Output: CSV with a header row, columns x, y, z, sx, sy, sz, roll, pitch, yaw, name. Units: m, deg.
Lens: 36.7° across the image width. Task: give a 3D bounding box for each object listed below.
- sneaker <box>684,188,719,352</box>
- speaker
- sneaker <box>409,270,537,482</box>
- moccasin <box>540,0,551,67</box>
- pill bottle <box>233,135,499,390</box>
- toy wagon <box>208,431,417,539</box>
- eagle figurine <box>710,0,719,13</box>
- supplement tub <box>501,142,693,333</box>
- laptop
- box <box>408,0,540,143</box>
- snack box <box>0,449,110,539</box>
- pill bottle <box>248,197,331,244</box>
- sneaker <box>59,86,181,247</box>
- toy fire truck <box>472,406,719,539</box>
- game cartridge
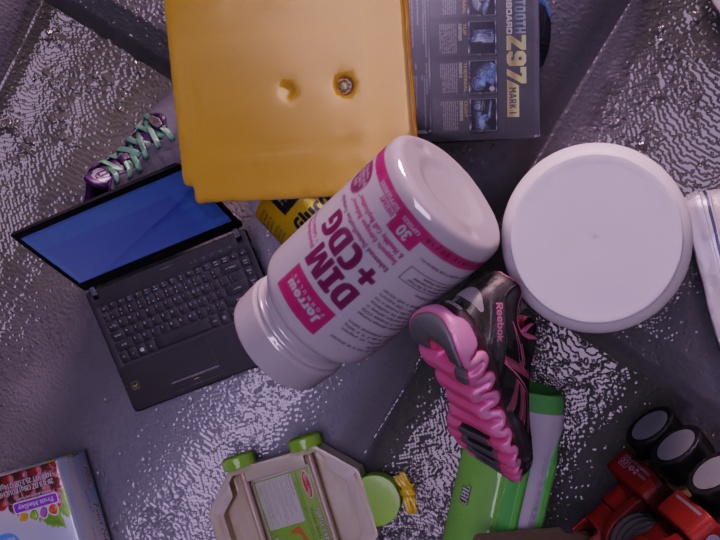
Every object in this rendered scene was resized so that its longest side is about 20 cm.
x,y,z,sx,sy,sz,roll,pitch,yaw,name
0.326,0.025,0.908,0.071,0.073,0.201,-15,88,16,sneaker
0.121,0.197,0.953,0.088,0.088,0.201,13,94,12,speaker
0.110,0.082,0.842,0.095,0.200,0.079,-42,44,-23,sneaker
0.067,-0.201,0.955,0.199,0.080,0.069,-2,96,13,moccasin
0.000,0.000,0.838,0.200,0.113,0.113,-42,83,27,pill bottle
-0.040,0.231,1.013,0.199,0.040,0.156,-18,88,12,toy wagon
0.335,-0.297,0.860,0.151,0.201,0.151,-16,44,-19,eagle figurine
0.189,-0.026,0.872,0.144,0.200,0.145,0,92,12,supplement tub
-0.185,0.022,0.994,0.177,0.103,0.201,-21,94,13,laptop
0.068,-0.206,0.898,0.157,0.051,0.201,-3,101,1,box
-0.347,0.286,1.067,0.199,0.068,0.169,-16,88,13,snack box
-0.026,-0.057,0.962,0.200,0.112,0.112,46,100,7,pill bottle
-0.203,-0.098,1.006,0.074,0.087,0.200,34,99,26,sneaker
0.212,0.212,0.864,0.200,0.176,0.129,-40,104,-1,toy fire truck
-0.055,-0.147,0.882,0.199,0.032,0.177,-1,100,15,game cartridge
